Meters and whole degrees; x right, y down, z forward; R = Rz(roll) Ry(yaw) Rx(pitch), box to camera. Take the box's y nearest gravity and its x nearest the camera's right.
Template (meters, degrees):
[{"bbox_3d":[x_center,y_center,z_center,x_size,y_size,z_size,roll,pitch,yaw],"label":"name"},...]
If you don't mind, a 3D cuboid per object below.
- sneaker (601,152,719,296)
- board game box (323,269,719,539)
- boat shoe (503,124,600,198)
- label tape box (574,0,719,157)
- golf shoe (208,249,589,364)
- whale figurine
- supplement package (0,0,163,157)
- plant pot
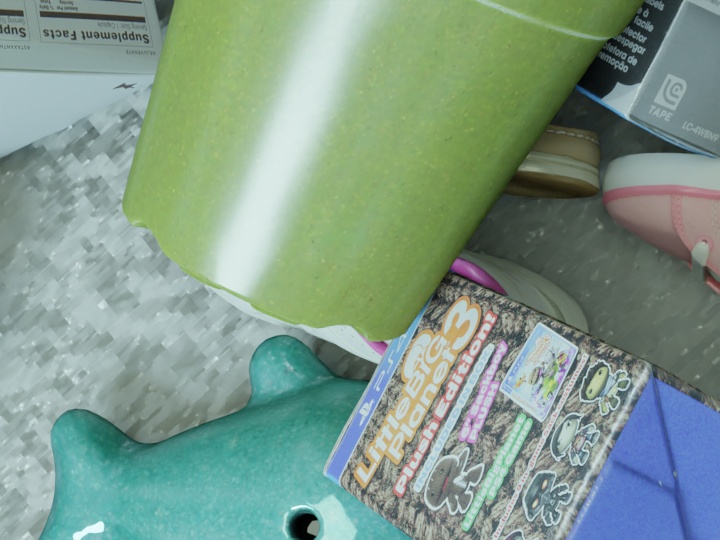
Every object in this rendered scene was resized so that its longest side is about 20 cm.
[{"bbox_3d":[0.185,0.020,1.125,0.200,0.075,0.105,17,83,11],"label":"sneaker"},{"bbox_3d":[0.103,0.089,1.024,0.159,0.200,0.097,28,89,-22],"label":"board game box"},{"bbox_3d":[0.015,-0.082,1.176,0.200,0.074,0.069,17,87,21],"label":"boat shoe"},{"bbox_3d":[0.129,-0.166,1.119,0.143,0.066,0.200,37,106,50],"label":"label tape box"},{"bbox_3d":[0.000,0.000,1.166,0.200,0.092,0.075,20,90,16],"label":"golf shoe"},{"bbox_3d":[-0.047,0.105,1.157,0.200,0.104,0.159,8,86,13],"label":"whale figurine"},{"bbox_3d":[-0.202,-0.156,1.175,0.152,0.150,0.200,-21,77,42],"label":"supplement package"},{"bbox_3d":[0.002,-0.082,1.036,0.200,0.200,0.190,28,103,15],"label":"plant pot"}]
